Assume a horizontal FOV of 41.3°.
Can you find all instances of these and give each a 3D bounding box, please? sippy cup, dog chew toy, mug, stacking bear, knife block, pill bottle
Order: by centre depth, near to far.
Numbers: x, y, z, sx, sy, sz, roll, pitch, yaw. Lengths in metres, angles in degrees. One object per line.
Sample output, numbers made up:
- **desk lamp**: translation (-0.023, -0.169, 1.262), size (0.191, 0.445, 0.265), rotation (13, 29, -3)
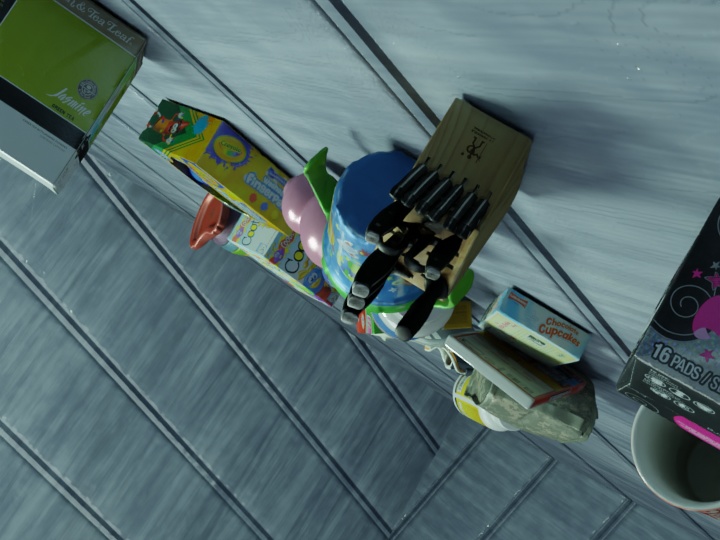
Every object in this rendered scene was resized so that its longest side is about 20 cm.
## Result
- **knife block**: translation (0.052, -0.023, 0.688), size (0.063, 0.177, 0.200), rotation (31, 173, 9)
- **sippy cup**: translation (0.025, -0.044, 0.913), size (0.175, 0.142, 0.131), rotation (6, 159, 5)
- **mug**: translation (0.398, 0.214, 1.023), size (0.176, 0.135, 0.200), rotation (29, 176, 36)
- **dog chew toy**: translation (-0.012, -0.044, 1.097), size (0.199, 0.125, 0.125), rotation (38, 176, 23)
- **pill bottle**: translation (0.070, 0.036, 1.293), size (0.111, 0.113, 0.200), rotation (31, 174, 1)
- **stacking bear**: translation (-0.200, -0.070, 1.783), size (0.198, 0.115, 0.121), rotation (24, 148, -30)
- **pill bottle**: translation (0.285, 0.279, 2.043), size (0.112, 0.113, 0.200), rotation (34, 173, -18)

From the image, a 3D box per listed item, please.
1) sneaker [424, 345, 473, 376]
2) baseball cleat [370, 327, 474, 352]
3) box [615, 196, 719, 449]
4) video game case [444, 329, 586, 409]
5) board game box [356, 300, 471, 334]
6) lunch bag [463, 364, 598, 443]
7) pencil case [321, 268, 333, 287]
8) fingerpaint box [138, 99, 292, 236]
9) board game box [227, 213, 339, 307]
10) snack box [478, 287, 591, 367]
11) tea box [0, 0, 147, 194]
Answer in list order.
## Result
- **sneaker**: translation (0.202, 0.158, 1.718), size (0.198, 0.080, 0.078), rotation (32, 172, -10)
- **baseball cleat**: translation (0.100, 0.078, 1.639), size (0.197, 0.108, 0.070), rotation (3, -156, 14)
- **box**: translation (0.271, 0.062, 0.569), size (0.198, 0.116, 0.132), rotation (29, 171, 16)
- **video game case**: translation (0.214, 0.127, 1.296), size (0.142, 0.018, 0.199), rotation (37, -160, 27)
- **board game box**: translation (0.079, 0.074, 1.497), size (0.150, 0.041, 0.200), rotation (-3, 177, -7)
- **lunch bag**: translation (0.255, 0.182, 1.423), size (0.162, 0.119, 0.200), rotation (24, 180, -2)
- **pencil case**: translation (0.000, 0.000, 1.497), size (0.077, 0.088, 0.200), rotation (8, -177, -20)
- **fingerpaint box**: translation (-0.191, -0.144, 1.353), size (0.166, 0.074, 0.200), rotation (25, 171, 45)
- **board game box**: translation (-0.108, -0.037, 1.605), size (0.102, 0.106, 0.200), rotation (24, 171, 42)
- **snack box**: translation (0.218, 0.077, 1.227), size (0.115, 0.037, 0.200), rotation (30, 174, 5)
- **tea box**: translation (-0.377, -0.226, 1.081), size (0.199, 0.198, 0.133), rotation (34, 172, -13)
